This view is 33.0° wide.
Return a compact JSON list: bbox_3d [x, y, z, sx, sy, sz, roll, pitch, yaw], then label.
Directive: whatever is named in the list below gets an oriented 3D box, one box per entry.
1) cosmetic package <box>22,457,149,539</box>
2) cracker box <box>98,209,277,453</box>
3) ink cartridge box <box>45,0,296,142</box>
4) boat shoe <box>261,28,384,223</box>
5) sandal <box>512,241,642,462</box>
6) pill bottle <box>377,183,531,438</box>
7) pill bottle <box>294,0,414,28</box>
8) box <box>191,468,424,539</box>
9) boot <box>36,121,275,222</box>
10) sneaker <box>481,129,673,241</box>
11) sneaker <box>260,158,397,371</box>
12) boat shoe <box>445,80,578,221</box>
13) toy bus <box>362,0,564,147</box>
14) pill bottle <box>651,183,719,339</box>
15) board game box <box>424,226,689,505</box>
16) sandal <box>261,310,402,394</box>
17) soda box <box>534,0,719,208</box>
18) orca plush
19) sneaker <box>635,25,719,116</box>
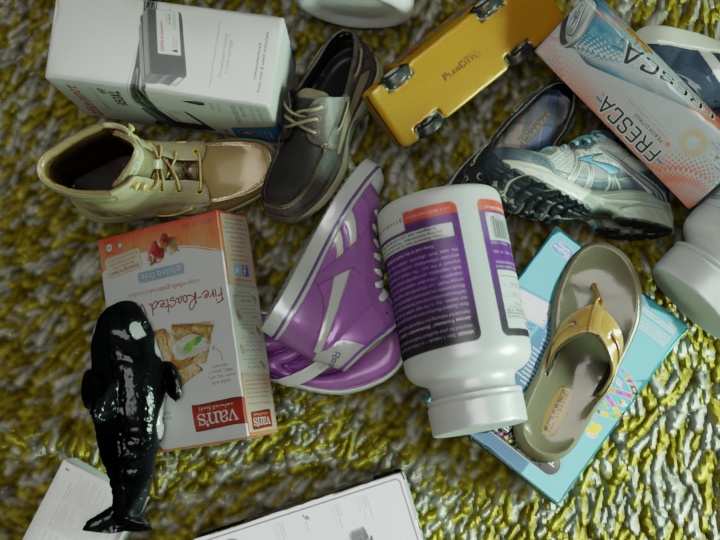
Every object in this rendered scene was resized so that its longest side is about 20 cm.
[{"bbox_3d":[-0.274,0.277,1.095,0.082,0.051,0.201,27,84,2],"label":"cosmetic package"},{"bbox_3d":[-0.156,0.058,1.092,0.133,0.058,0.201,-13,83,25],"label":"cracker box"},{"bbox_3d":[-0.166,-0.182,1.100,0.199,0.145,0.085,8,84,3],"label":"ink cartridge box"},{"bbox_3d":[-0.045,-0.136,1.099,0.074,0.073,0.201,7,59,27],"label":"boat shoe"},{"bbox_3d":[0.192,0.072,1.059,0.080,0.054,0.201,23,84,4],"label":"sandal"},{"bbox_3d":[0.084,0.037,1.041,0.111,0.111,0.201,-10,77,0],"label":"pill bottle"},{"bbox_3d":[0.006,-0.337,1.130,0.113,0.114,0.202,8,83,2],"label":"pill bottle"},{"bbox_3d":[-0.038,0.263,1.086,0.199,0.060,0.117,-19,83,0],"label":"box"},{"bbox_3d":[-0.175,-0.091,1.084,0.198,0.155,0.073,-6,83,1],"label":"boot"},{"bbox_3d":[0.195,-0.087,1.102,0.199,0.078,0.087,14,70,-27],"label":"sneaker"},{"bbox_3d":[0.000,0.000,1.102,0.114,0.073,0.201,28,65,-4],"label":"sneaker"},{"bbox_3d":[0.132,-0.097,1.127,0.068,0.057,0.200,36,85,5],"label":"boat shoe"},{"bbox_3d":[0.091,-0.197,1.118,0.200,0.078,0.065,-39,106,-7],"label":"toy bus"},{"bbox_3d":[0.363,-0.040,1.086,0.113,0.113,0.200,44,86,6],"label":"pill bottle"},{"bbox_3d":[0.177,0.086,1.109,0.151,0.047,0.200,37,86,6],"label":"board game box"},{"bbox_3d":[-0.056,0.071,1.114,0.201,0.050,0.083,1,83,4],"label":"sandal"},{"bbox_3d":[0.252,-0.152,1.085,0.200,0.064,0.068,46,116,4],"label":"soda box"},{"bbox_3d":[-0.220,0.128,1.047,0.105,0.071,0.201,14,93,26],"label":"orca plush"},{"bbox_3d":[0.344,-0.168,1.125,0.199,0.075,0.085,9,82,12],"label":"sneaker"}]
